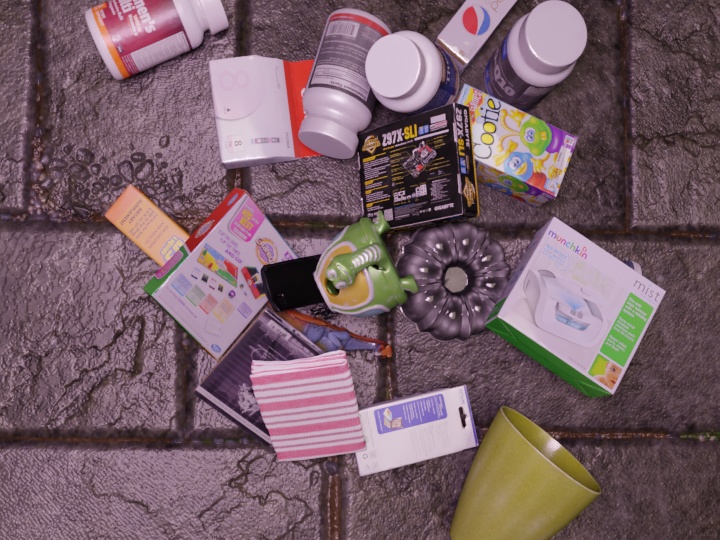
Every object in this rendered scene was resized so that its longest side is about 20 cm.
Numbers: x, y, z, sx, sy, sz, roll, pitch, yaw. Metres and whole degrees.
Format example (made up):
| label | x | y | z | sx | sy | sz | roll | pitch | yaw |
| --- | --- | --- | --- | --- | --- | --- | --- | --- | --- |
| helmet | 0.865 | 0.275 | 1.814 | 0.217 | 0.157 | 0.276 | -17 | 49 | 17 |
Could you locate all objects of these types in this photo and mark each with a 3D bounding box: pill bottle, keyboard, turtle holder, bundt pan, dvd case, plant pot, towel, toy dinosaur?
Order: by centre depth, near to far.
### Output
| label | x | y | z | sx | sy | sz | roll | pitch | yaw |
| --- | --- | --- | --- | --- | --- | --- | --- | --- | --- |
| turtle holder | 0.004 | 0.008 | 1.032 | 0.129 | 0.186 | 0.143 | -26 | 111 | 5 |
| towel | -0.072 | 0.202 | 1.053 | 0.142 | 0.030 | 0.204 | -7 | 126 | 6 |
| dvd case | -0.137 | 0.163 | 1.063 | 0.148 | 0.016 | 0.200 | 38 | 117 | -13 |
| pill bottle | 0.076 | -0.289 | 1.063 | 0.108 | 0.199 | 0.114 | 3 | 98 | 19 |
| plant pot | 0.228 | 0.346 | 1.084 | 0.185 | 0.187 | 0.202 | 35 | 98 | -2 |
| toy dinosaur | -0.045 | 0.101 | 1.105 | 0.177 | 0.105 | 0.205 | -12 | 81 | -16 |
| pill bottle | -0.311 | -0.383 | 1.109 | 0.196 | 0.110 | 0.112 | -26 | 88 | -7 |
| pill bottle | 0.269 | -0.329 | 1.113 | 0.110 | 0.200 | 0.117 | 0 | 85 | -5 |
| keyboard | -0.058 | 0.029 | 1.114 | 0.196 | 0.040 | 0.107 | -10 | 73 | -29 |
| pill bottle | -0.026 | -0.288 | 1.119 | 0.113 | 0.116 | 0.205 | 17 | 80 | -4 |
| bundt pan | 0.151 | 0.014 | 1.140 | 0.196 | 0.076 | 0.208 | 0 | 86 | -5 |

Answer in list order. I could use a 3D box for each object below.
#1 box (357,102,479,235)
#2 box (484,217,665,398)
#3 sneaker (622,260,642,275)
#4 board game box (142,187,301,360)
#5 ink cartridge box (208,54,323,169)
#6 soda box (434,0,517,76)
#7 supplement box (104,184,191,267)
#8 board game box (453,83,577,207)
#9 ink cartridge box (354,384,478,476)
| label | x | y | z | sx | sy | sz | roll | pitch | yaw |
| --- | --- | --- | --- | --- | --- | --- | --- | --- | --- |
| box | 0.083 | -0.148 | 1.094 | 0.049 | 0.197 | 0.165 | 2 | 82 | -47 |
| box | 0.315 | 0.057 | 1.068 | 0.198 | 0.097 | 0.178 | 34 | 79 | 4 |
| sneaker | 0.358 | 0.052 | 1.155 | 0.144 | 0.077 | 0.206 | 28 | 85 | -5 |
| board game box | -0.198 | 0.006 | 1.060 | 0.201 | 0.040 | 0.154 | -50 | 127 | -17 |
| ink cartridge box | -0.135 | -0.260 | 1.148 | 0.194 | 0.057 | 0.167 | -8 | 86 | -1 |
| soda box | 0.203 | -0.425 | 1.184 | 0.068 | 0.064 | 0.201 | 38 | 84 | -1 |
| supplement box | -0.293 | -0.040 | 1.106 | 0.199 | 0.069 | 0.067 | 41 | 84 | -5 |
| board game box | 0.225 | -0.195 | 1.148 | 0.196 | 0.105 | 0.105 | 24 | 84 | -2 |
| ink cartridge box | 0.081 | 0.250 | 1.133 | 0.194 | 0.039 | 0.102 | -11 | 87 | -5 |
